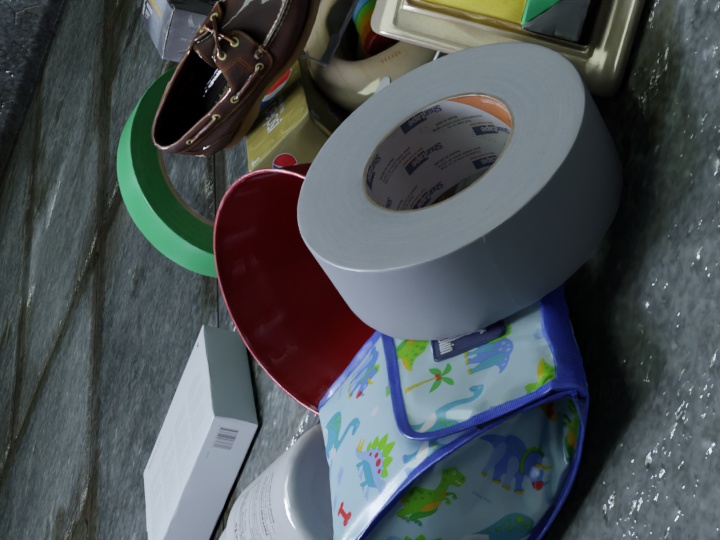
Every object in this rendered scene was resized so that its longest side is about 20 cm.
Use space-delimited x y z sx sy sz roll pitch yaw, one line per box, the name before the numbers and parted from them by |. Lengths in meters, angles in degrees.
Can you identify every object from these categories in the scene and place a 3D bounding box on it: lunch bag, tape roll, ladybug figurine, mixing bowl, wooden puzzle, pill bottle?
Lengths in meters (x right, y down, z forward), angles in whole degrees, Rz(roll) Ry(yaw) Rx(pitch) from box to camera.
lunch bag | 0.065 0.088 1.178 0.200 0.127 0.171 -51 26 27
tape roll | 0.062 -0.052 1.186 0.199 0.066 0.201 -21 38 18
tape roll | -0.119 -0.094 1.714 0.048 0.199 0.202 136 144 -59
ladybug figurine | 0.026 -0.181 1.509 0.135 0.072 0.201 -28 37 13
mixing bowl | 0.000 0.000 1.375 0.199 0.108 0.201 27 132 34
wooden puzzle | 0.105 -0.225 1.238 0.199 0.037 0.186 19 97 31
pill bottle | -0.037 0.193 1.398 0.200 0.114 0.115 134 146 -57

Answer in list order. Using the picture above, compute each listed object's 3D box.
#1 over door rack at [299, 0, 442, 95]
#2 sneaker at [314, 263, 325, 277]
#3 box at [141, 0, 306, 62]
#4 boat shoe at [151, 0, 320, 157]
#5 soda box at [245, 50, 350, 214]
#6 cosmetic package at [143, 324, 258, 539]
over door rack | 0.054 -0.212 1.413 0.201 0.067 0.148 -54 37 -1
sneaker | -0.047 -0.024 1.554 0.074 0.088 0.200 -62 -9 -9
box | -0.092 -0.212 1.721 0.158 0.199 0.049 -123 47 -67
boat shoe | -0.096 -0.163 1.441 0.071 0.070 0.201 51 129 29
soda box | -0.047 -0.113 1.509 0.068 0.064 0.200 -44 20 12
cosmetic package | -0.162 0.179 1.884 0.151 0.051 0.201 -107 35 -54
